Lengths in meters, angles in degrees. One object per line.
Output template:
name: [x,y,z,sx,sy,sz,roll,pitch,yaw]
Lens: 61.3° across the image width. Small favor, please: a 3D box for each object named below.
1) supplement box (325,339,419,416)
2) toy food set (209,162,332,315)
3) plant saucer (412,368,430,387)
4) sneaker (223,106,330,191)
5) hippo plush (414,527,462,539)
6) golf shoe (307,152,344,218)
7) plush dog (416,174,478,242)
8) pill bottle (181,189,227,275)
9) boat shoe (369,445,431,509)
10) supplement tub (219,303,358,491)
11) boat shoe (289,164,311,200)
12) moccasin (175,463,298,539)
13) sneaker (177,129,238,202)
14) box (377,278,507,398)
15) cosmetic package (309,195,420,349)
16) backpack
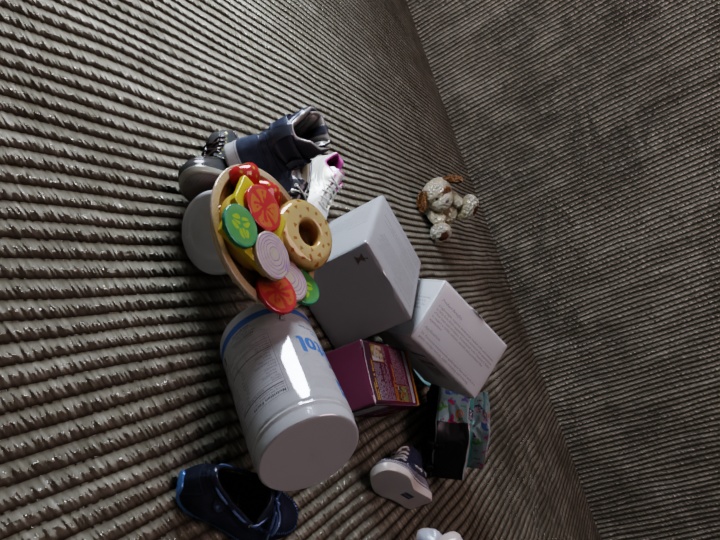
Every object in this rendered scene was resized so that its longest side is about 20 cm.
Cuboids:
supplement box: [0.023,0.201,1.102,0.199,0.084,0.113,24,49,-60]
toy food set: [-0.113,-0.042,0.775,0.201,0.048,0.201,48,35,-33]
plant saucer: [0.122,0.176,1.411,0.200,0.035,0.204,48,30,-39]
sneaker: [-0.103,-0.175,0.931,0.079,0.143,0.202,67,10,7]
hippo plush: [0.114,0.546,0.985,0.159,0.160,0.203,-23,73,-37]
golf shoe: [-0.076,-0.158,1.193,0.075,0.090,0.204,46,33,-43]
plush dog: [0.259,-0.222,1.945,0.160,0.198,0.173,42,-13,49]
pill bottle: [-0.159,-0.058,0.890,0.199,0.109,0.114,-12,80,-67]
boat shoe: [0.067,0.356,1.097,0.201,0.073,0.094,55,18,-47]
supplement tub: [-0.094,0.148,0.754,0.132,0.131,0.201,42,10,-45]
boat shoe: [-0.122,-0.152,1.121,0.074,0.059,0.203,49,29,-38]
moccasin: [-0.128,0.278,0.714,0.199,0.067,0.082,40,35,-49]
sneaker: [-0.222,-0.161,0.903,0.109,0.073,0.200,66,13,6]
box: [0.150,0.130,1.226,0.199,0.199,0.132,44,75,-19]
cosmetic package: [0.000,0.000,1.126,0.170,0.163,0.201,58,24,-20]
backpack: [0.205,0.322,1.312,0.202,0.146,0.181,-89,179,-54]
